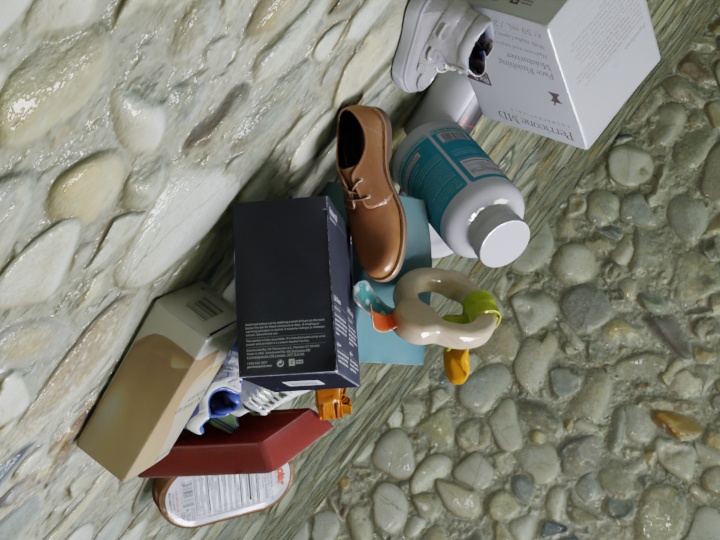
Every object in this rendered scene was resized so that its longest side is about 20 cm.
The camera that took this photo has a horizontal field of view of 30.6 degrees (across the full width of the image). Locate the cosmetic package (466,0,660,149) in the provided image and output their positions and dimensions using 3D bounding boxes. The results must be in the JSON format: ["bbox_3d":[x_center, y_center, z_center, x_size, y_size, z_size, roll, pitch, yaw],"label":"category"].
[{"bbox_3d":[0.222,-0.281,1.527,0.165,0.165,0.200,-49,138,-19],"label":"cosmetic package"}]

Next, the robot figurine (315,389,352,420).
[{"bbox_3d":[-0.041,0.096,1.786,0.145,0.058,0.200,87,1,-46],"label":"robot figurine"}]

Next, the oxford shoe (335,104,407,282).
[{"bbox_3d":[0.002,-0.085,1.457,0.071,0.201,0.071,-13,173,29],"label":"oxford shoe"}]

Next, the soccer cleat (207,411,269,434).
[{"bbox_3d":[-0.141,0.155,1.745,0.200,0.084,0.065,-36,164,-53],"label":"soccer cleat"}]

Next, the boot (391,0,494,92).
[{"bbox_3d":[0.096,-0.241,1.486,0.074,0.095,0.200,-49,168,-17],"label":"boot"}]

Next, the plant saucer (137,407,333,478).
[{"bbox_3d":[-0.163,0.221,1.724,0.200,0.199,0.037,-25,108,-66],"label":"plant saucer"}]

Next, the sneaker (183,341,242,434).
[{"bbox_3d":[-0.171,0.134,1.564,0.200,0.088,0.075,-40,161,-54],"label":"sneaker"}]

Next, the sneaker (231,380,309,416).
[{"bbox_3d":[-0.102,0.137,1.590,0.081,0.076,0.200,-53,-169,-24],"label":"sneaker"}]

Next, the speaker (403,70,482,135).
[{"bbox_3d":[0.137,-0.242,1.695,0.200,0.081,0.081,-57,168,22],"label":"speaker"}]

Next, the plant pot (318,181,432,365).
[{"bbox_3d":[0.000,0.000,1.595,0.141,0.141,0.201,8,94,-48],"label":"plant pot"}]

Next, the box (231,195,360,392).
[{"bbox_3d":[-0.066,0.031,1.412,0.200,0.104,0.183,56,31,-78],"label":"box"}]

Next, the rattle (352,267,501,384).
[{"bbox_3d":[0.056,0.076,1.526,0.200,0.130,0.143,-18,157,-43],"label":"rattle"}]

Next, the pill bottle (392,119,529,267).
[{"bbox_3d":[0.128,-0.091,1.615,0.110,0.200,0.111,-17,135,-18],"label":"pill bottle"}]

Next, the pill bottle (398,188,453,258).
[{"bbox_3d":[0.108,-0.103,1.825,0.110,0.109,0.200,-58,-175,25],"label":"pill bottle"}]

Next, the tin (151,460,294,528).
[{"bbox_3d":[-0.186,0.292,1.810,0.199,0.042,0.112,-12,123,-19],"label":"tin"}]

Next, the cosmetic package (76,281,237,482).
[{"bbox_3d":[-0.210,0.118,1.397,0.200,0.071,0.105,-58,168,23],"label":"cosmetic package"}]
